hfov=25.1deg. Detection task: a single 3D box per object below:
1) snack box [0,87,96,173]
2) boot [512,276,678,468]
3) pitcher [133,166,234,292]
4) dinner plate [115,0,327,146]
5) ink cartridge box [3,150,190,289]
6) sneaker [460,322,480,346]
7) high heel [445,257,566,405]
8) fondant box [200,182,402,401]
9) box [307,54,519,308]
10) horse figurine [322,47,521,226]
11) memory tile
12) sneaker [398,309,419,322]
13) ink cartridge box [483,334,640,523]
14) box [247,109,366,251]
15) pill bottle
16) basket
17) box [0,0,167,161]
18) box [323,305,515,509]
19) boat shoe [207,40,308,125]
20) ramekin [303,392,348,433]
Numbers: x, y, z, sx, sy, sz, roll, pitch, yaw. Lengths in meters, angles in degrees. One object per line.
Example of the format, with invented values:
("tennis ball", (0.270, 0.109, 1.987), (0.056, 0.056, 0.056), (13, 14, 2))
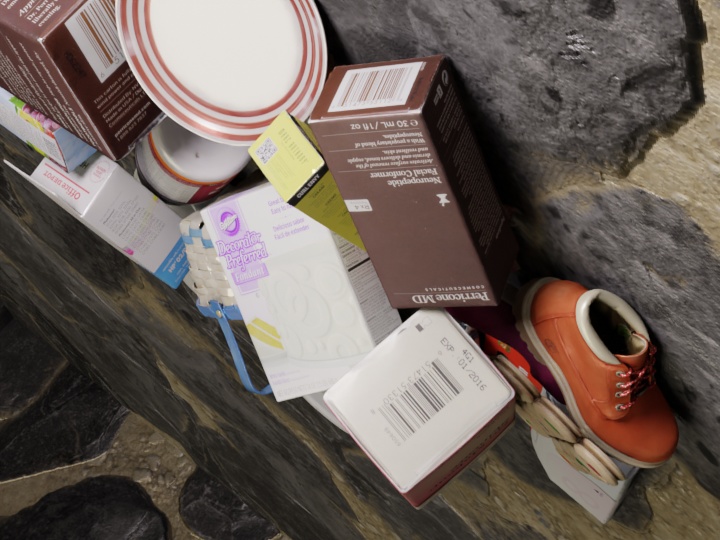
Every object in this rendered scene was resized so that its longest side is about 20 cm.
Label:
("snack box", (-0.307, -0.213, 1.654), (0.199, 0.169, 0.068), (33, 153, 30))
("boot", (0.216, 0.091, 1.347), (0.200, 0.075, 0.107), (50, 158, -18))
("pitcher", (-0.179, -0.061, 1.821), (0.200, 0.121, 0.172), (50, 173, 12))
("dinner plate", (-0.115, -0.199, 1.356), (0.198, 0.024, 0.202), (14, 125, 20))
("ink cartridge box", (-0.263, -0.072, 1.681), (0.115, 0.068, 0.200), (30, 172, 44))
("sneaker", (0.110, 0.109, 1.634), (0.086, 0.078, 0.200), (45, 174, 12))
("high heel", (0.118, 0.053, 1.417), (0.201, 0.095, 0.068), (60, -167, -24))
("fondant box", (-0.051, 0.012, 1.520), (0.143, 0.058, 0.202), (-16, 97, 40))
("box", (0.044, -0.065, 1.264), (0.099, 0.075, 0.201), (-3, 133, 28))
("horse figurine", (0.032, -0.099, 1.349), (0.200, 0.050, 0.132), (45, 171, -15))
("memory tile", (0.163, 0.132, 1.439), (0.153, 0.017, 0.200), (45, 177, 2))
("sneaker", (0.000, 0.001, 1.573), (0.199, 0.104, 0.060), (41, 164, 10))
("ink cartridge box", (0.188, 0.156, 1.612), (0.199, 0.057, 0.163), (34, 162, 14))
("box", (-0.010, -0.063, 1.393), (0.200, 0.050, 0.075), (29, -161, -54))
("pill bottle", (-0.173, -0.128, 1.656), (0.110, 0.110, 0.200), (45, 164, -5))
("basket", (-0.083, 0.003, 1.671), (0.139, 0.176, 0.201), (-1, 120, 53))
("box", (-0.257, -0.240, 1.478), (0.199, 0.166, 0.165), (31, 161, 37))
("box", (0.056, 0.121, 1.399), (0.109, 0.128, 0.200), (48, 177, 13))
("boat shoe", (-0.084, -0.150, 1.459), (0.071, 0.070, 0.201), (31, 159, 36))
("ramekin", (-0.020, 0.112, 1.913), (0.202, 0.094, 0.203), (39, 163, 15))
